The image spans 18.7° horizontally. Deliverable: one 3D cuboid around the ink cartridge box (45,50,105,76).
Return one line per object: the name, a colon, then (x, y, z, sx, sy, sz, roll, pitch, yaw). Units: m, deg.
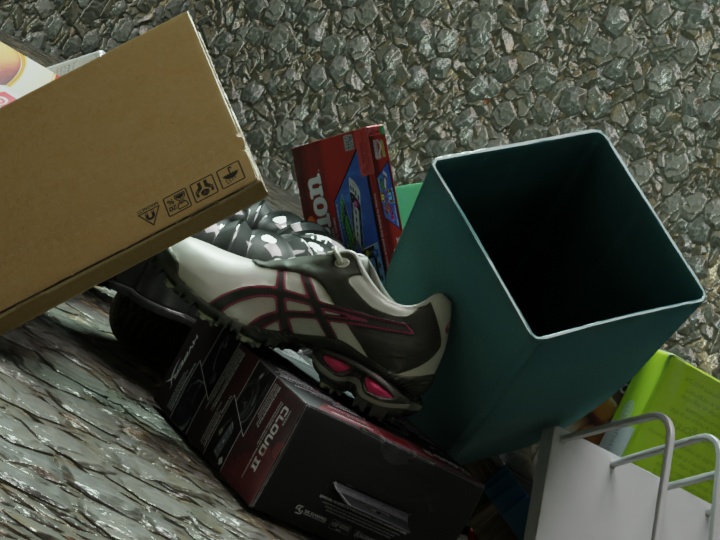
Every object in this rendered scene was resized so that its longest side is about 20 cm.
ink cartridge box: (-0.229, -0.095, 1.746, 0.199, 0.086, 0.145, -14, -25, 36)

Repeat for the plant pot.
plant pot: (0.096, 0.033, 1.430, 0.140, 0.200, 0.142, -11, 59, -32)

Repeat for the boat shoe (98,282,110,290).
boat shoe: (-0.196, -0.014, 1.752, 0.198, 0.061, 0.076, 8, -19, -15)

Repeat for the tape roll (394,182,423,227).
tape roll: (0.070, -0.007, 1.702, 0.198, 0.049, 0.201, 0, -23, 0)

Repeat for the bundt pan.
bundt pan: (-0.088, -0.008, 1.556, 0.200, 0.076, 0.202, 20, 10, -4)

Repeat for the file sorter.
file sorter: (0.219, 0.191, 1.415, 0.199, 0.140, 0.124, 27, -29, -28)

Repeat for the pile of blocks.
pile of blocks: (0.087, 0.167, 1.514, 0.082, 0.062, 0.200, 54, -1, -34)

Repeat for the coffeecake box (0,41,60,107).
coffeecake box: (-0.318, -0.115, 1.567, 0.199, 0.074, 0.153, 30, 39, 35)

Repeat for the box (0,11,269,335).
box: (-0.171, -0.063, 1.374, 0.021, 0.199, 0.164, 59, 5, -51)

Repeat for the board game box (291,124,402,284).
board game box: (0.000, 0.000, 1.610, 0.019, 0.202, 0.103, -11, 0, -34)

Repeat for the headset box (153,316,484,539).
headset box: (-0.025, 0.114, 1.397, 0.148, 0.078, 0.200, 26, 7, -31)

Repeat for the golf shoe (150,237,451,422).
golf shoe: (-0.036, 0.017, 1.382, 0.199, 0.089, 0.077, 28, 6, 9)

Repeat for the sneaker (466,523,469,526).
sneaker: (0.077, 0.153, 1.647, 0.088, 0.076, 0.200, 36, 9, 31)

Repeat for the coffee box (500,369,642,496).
coffee box: (0.163, 0.117, 1.588, 0.113, 0.202, 0.080, -13, 10, -13)

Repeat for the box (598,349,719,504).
box: (0.215, 0.171, 1.542, 0.121, 0.201, 0.048, 28, -2, -17)

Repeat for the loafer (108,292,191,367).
loafer: (-0.087, 0.059, 1.605, 0.199, 0.076, 0.067, 30, 11, 1)
